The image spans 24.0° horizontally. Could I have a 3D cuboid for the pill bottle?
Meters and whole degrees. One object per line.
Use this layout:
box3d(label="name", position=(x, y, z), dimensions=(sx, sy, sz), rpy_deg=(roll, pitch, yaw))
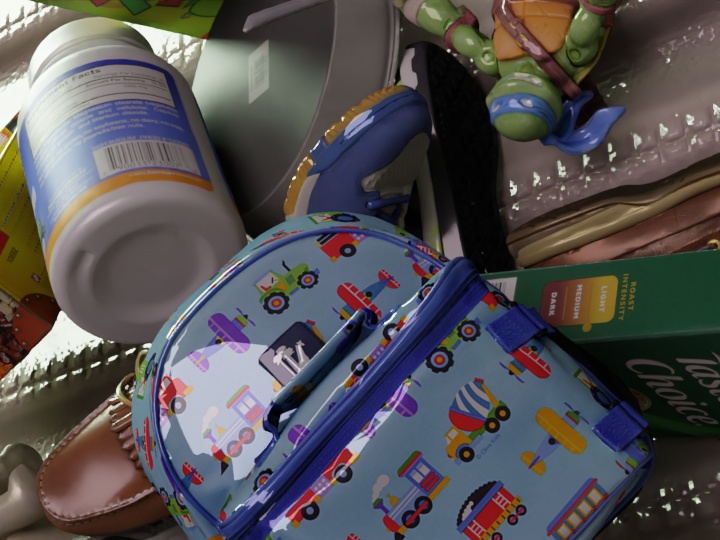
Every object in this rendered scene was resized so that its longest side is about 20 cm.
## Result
box3d(label="pill bottle", position=(-0.141, -0.061, 0.992), dimensions=(0.112, 0.112, 0.200), rpy_deg=(-43, 41, 17))

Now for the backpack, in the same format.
box3d(label="backpack", position=(0.001, 0.065, 0.706), dimensions=(0.183, 0.135, 0.200), rpy_deg=(-42, 79, -7))

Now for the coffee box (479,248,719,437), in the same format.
box3d(label="coffee box", position=(0.131, 0.039, 0.791), dimensions=(0.200, 0.123, 0.044), rpy_deg=(-6, 60, 35))

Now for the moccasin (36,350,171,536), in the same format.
box3d(label="moccasin", position=(-0.072, 0.062, 0.815), dimensions=(0.201, 0.078, 0.074), rpy_deg=(-27, 64, 9))

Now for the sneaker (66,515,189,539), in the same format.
box3d(label="sneaker", position=(-0.111, 0.119, 0.900), dimensions=(0.087, 0.200, 0.074), rpy_deg=(47, 140, 16))

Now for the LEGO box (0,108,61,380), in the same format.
box3d(label="LEGO box", position=(-0.241, 0.002, 1.060), dimensions=(0.149, 0.077, 0.200), rpy_deg=(-42, 20, 26))

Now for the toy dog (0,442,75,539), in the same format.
box3d(label="toy dog", position=(-0.183, 0.195, 0.970), dimensions=(0.200, 0.139, 0.194), rpy_deg=(7, 87, 39))

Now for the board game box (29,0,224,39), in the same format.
box3d(label="board game box", position=(-0.115, -0.197, 1.027), dimensions=(0.102, 0.200, 0.048), rpy_deg=(-33, 76, 23))

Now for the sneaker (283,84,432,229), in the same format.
box3d(label="sneaker", position=(0.000, 0.000, 0.884), dimensions=(0.088, 0.075, 0.200), rpy_deg=(44, 125, 27))

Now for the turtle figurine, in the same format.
box3d(label="turtle figurine", position=(0.078, -0.178, 0.889), dimensions=(0.144, 0.200, 0.194), rpy_deg=(-50, 15, 54))

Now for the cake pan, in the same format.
box3d(label="cake pan", position=(-0.047, -0.111, 1.006), dimensions=(0.200, 0.037, 0.201), rpy_deg=(-29, 54, 50))

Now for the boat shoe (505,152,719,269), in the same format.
box3d(label="boat shoe", position=(0.173, -0.020, 0.828), dimensions=(0.200, 0.072, 0.068), rpy_deg=(-19, 94, 23))

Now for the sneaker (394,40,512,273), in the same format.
box3d(label="sneaker", position=(0.029, -0.033, 0.935), dimensions=(0.083, 0.072, 0.200), rpy_deg=(-22, 60, 31))
